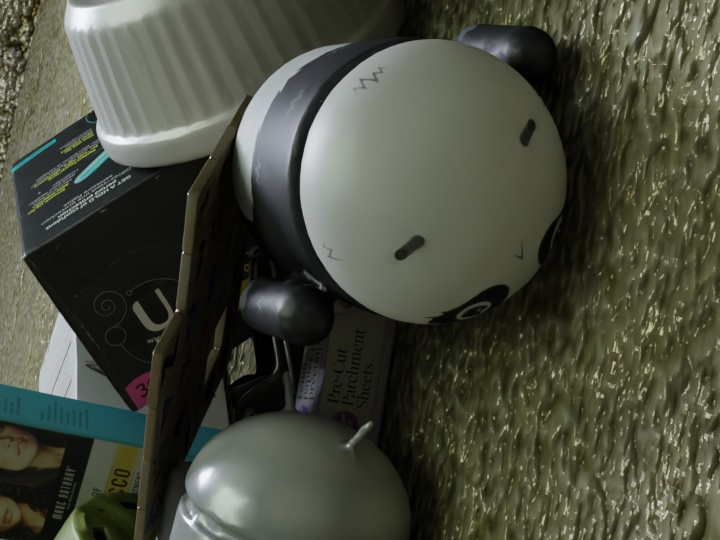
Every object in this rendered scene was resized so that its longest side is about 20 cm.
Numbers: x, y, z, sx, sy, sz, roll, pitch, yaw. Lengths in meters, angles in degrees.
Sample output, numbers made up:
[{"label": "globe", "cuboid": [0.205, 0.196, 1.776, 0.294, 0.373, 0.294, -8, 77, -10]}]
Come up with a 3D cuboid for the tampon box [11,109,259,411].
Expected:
[{"label": "tampon box", "cuboid": [-0.130, -0.031, 0.895, 0.149, 0.127, 0.200, -33, 25, -3]}]

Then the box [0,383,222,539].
[{"label": "box", "cuboid": [-0.162, 0.132, 0.863, 0.049, 0.199, 0.083, -121, 47, -66]}]

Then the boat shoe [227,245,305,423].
[{"label": "boat shoe", "cuboid": [-0.048, 0.085, 0.790, 0.072, 0.067, 0.201, 164, 114, -66]}]

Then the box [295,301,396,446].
[{"label": "box", "cuboid": [0.000, 0.000, 0.749, 0.039, 0.041, 0.201, 169, 112, -67]}]

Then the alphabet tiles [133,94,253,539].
[{"label": "alphabet tiles", "cuboid": [-0.081, 0.019, 0.706, 0.168, 0.007, 0.201, -70, -7, -55]}]

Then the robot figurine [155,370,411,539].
[{"label": "robot figurine", "cuboid": [-0.041, 0.155, 0.667, 0.169, 0.113, 0.201, 21, 100, 35]}]

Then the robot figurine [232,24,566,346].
[{"label": "robot figurine", "cuboid": [0.014, -0.042, 0.628, 0.200, 0.124, 0.151, -161, 74, -69]}]

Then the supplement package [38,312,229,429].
[{"label": "supplement package", "cuboid": [-0.172, 0.110, 1.018, 0.201, 0.116, 0.118, -106, 35, -50]}]

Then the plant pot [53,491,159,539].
[{"label": "plant pot", "cuboid": [-0.144, 0.241, 0.799, 0.191, 0.199, 0.200, -64, 24, 12]}]

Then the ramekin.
[{"label": "ramekin", "cuboid": [-0.083, -0.153, 0.810, 0.095, 0.202, 0.202, 62, 175, -26]}]
